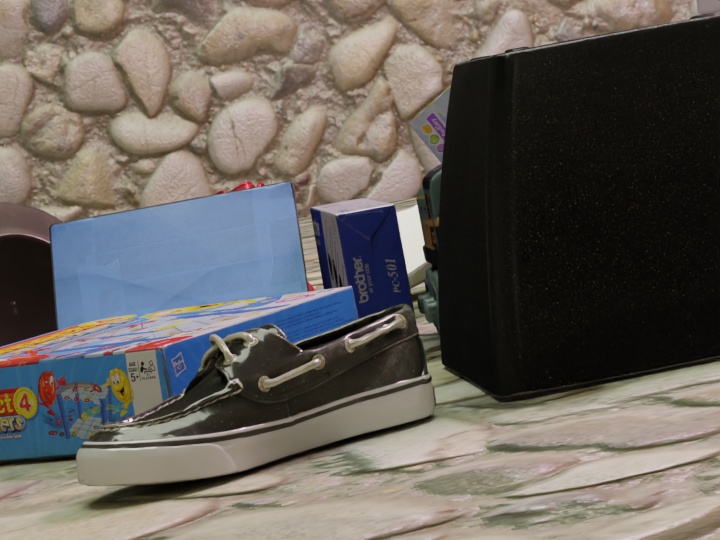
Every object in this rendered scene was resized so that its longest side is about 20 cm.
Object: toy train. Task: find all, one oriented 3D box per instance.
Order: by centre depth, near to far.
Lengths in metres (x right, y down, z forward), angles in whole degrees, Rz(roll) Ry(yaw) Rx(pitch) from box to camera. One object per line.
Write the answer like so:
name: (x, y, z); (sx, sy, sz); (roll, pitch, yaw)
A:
toy train: (0.075, -0.016, 1.396); (0.085, 0.115, 0.200); (-10, 2, -1)

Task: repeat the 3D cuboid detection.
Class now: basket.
basket: (-0.298, 0.017, 1.793); (0.179, 0.137, 0.200); (-6, 7, -14)

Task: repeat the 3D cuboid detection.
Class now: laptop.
laptop: (-0.133, 0.013, 1.515); (0.186, 0.117, 0.200); (-11, 4, 2)

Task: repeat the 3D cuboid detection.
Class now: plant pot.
plant pot: (0.140, -0.043, 1.203); (0.198, 0.178, 0.200); (-11, 5, -6)

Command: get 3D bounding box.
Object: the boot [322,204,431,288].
boot: (0.063, -0.012, 1.799); (0.199, 0.091, 0.073); (-31, 53, -12)

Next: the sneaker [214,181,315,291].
sneaker: (-0.090, -0.012, 1.743); (0.078, 0.116, 0.200); (-12, 4, -21)

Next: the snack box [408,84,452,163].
snack box: (0.140, -0.078, 1.686); (0.068, 0.169, 0.200); (-41, -8, 19)

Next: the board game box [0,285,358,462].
board game box: (-0.130, 0.062, 1.271); (0.195, 0.056, 0.200); (-7, 5, 32)

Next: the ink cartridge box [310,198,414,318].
ink cartridge box: (0.000, 0.000, 1.525); (0.044, 0.095, 0.200); (-10, 4, -5)

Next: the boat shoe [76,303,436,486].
boat shoe: (-0.053, 0.059, 1.060); (0.199, 0.064, 0.071); (-13, 5, -35)

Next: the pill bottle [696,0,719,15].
pill bottle: (0.319, -0.127, 1.712); (0.112, 0.201, 0.112); (-10, 4, 1)
